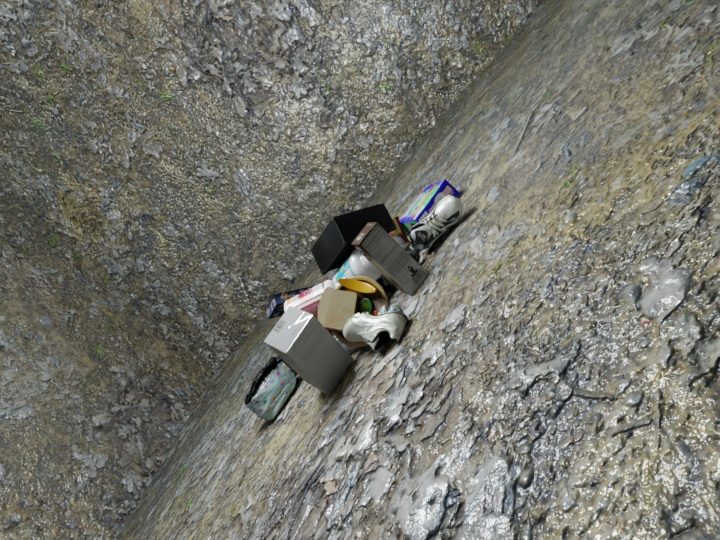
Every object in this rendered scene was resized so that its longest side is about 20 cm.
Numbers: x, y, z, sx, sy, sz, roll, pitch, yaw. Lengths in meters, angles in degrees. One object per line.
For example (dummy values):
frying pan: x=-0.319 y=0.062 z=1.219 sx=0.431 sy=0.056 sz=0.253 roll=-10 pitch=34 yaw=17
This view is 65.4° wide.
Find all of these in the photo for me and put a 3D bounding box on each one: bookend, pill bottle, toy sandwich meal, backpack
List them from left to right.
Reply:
backpack: x=-0.287 y=0.379 z=1.827 sx=0.202 sy=0.125 sz=0.167 roll=-55 pitch=1 yaw=-23
pill bottle: x=-0.112 y=0.100 z=1.608 sx=0.196 sy=0.115 sz=0.113 roll=-25 pitch=14 yaw=6
toy sandwich meal: x=-0.021 y=0.105 z=1.488 sx=0.206 sy=0.206 sz=0.070 roll=-47 pitch=-24 yaw=11
bookend: x=-0.023 y=-0.096 z=1.716 sx=0.196 sy=0.094 sz=0.199 roll=-20 pitch=-17 yaw=-33
pill bottle: x=0.000 y=0.000 z=1.666 sx=0.200 sy=0.110 sz=0.112 roll=-46 pitch=9 yaw=51

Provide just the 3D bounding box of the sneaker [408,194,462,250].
sneaker: x=0.200 y=-0.120 z=1.570 sx=0.130 sy=0.080 sz=0.198 roll=-44 pitch=4 yaw=-38

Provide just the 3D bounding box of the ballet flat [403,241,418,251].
ballet flat: x=0.113 y=-0.041 z=1.755 sx=0.200 sy=0.064 sz=0.068 roll=-45 pitch=6 yaw=27

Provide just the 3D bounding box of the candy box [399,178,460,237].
candy box: x=0.216 y=-0.198 z=1.829 sx=0.171 sy=0.077 sz=0.200 roll=-52 pitch=10 yaw=-10

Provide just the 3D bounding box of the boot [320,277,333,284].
boot: x=-0.035 y=-0.026 z=1.854 sx=0.068 sy=0.183 sz=0.207 roll=13 pitch=-95 yaw=-62

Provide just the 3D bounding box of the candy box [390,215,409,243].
candy box: x=0.079 y=-0.083 z=1.879 sx=0.055 sy=0.119 sz=0.199 roll=-18 pitch=-10 yaw=-38

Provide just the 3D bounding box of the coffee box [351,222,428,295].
coffee box: x=0.077 y=-0.033 z=1.512 sx=0.080 sy=0.199 sz=0.114 roll=-48 pitch=10 yaw=-5

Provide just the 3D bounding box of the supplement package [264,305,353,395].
supplement package: x=-0.135 y=0.213 z=1.485 sx=0.118 sy=0.201 sz=0.122 roll=13 pitch=59 yaw=49

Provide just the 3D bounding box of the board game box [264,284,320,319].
board game box: x=-0.187 y=0.093 z=1.732 sx=0.195 sy=0.036 sz=0.136 roll=-12 pitch=-18 yaw=-27

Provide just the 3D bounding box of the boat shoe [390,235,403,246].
boat shoe: x=0.048 y=-0.040 z=1.735 sx=0.201 sy=0.064 sz=0.075 roll=-49 pitch=43 yaw=29

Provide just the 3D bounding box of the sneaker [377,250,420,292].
sneaker: x=0.110 y=-0.013 z=1.669 sx=0.200 sy=0.066 sz=0.091 roll=-44 pitch=14 yaw=41

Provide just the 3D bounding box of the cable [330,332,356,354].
cable: x=-0.006 y=0.141 z=1.618 sx=0.200 sy=0.069 sz=0.201 roll=-44 pitch=12 yaw=31

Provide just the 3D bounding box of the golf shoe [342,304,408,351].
golf shoe: x=0.025 y=0.154 z=1.377 sx=0.197 sy=0.078 sz=0.099 roll=-24 pitch=38 yaw=38
